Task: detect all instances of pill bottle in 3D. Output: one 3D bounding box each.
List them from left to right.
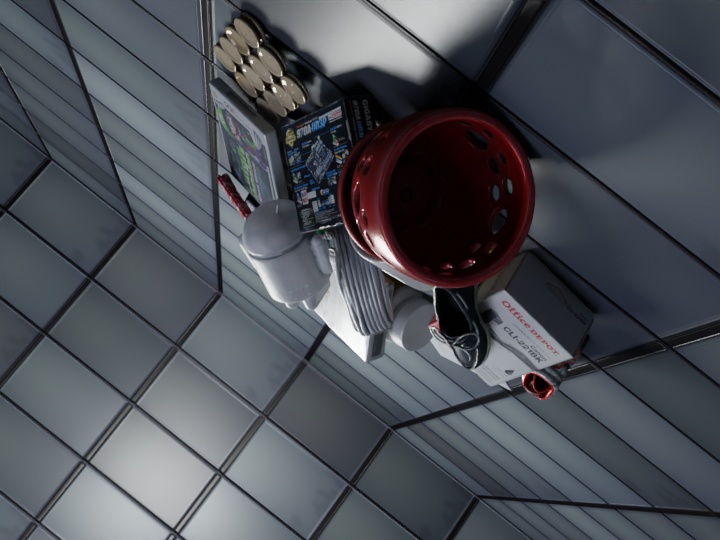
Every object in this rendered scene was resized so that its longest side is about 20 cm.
[{"bbox_3d":[0.047,0.062,1.772,0.199,0.114,0.114,33,166,41],"label":"pill bottle"}]

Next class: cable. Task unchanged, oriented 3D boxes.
[{"bbox_3d":[0.000,0.000,1.492,0.200,0.069,0.202,-99,-7,-68],"label":"cable"}]

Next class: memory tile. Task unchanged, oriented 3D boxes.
[{"bbox_3d":[-0.146,-0.291,1.386,0.154,0.017,0.200,49,165,-12],"label":"memory tile"}]

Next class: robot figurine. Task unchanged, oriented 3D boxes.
[{"bbox_3d":[-0.116,-0.029,1.510,0.168,0.113,0.201,-1,131,31],"label":"robot figurine"}]

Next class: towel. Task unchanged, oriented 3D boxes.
[{"bbox_3d":[-0.191,-0.086,1.712,0.201,0.022,0.145,55,174,-4],"label":"towel"}]

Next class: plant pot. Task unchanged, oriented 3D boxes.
[{"bbox_3d":[0.081,-0.091,1.133,0.200,0.201,0.182,43,173,-19],"label":"plant pot"}]

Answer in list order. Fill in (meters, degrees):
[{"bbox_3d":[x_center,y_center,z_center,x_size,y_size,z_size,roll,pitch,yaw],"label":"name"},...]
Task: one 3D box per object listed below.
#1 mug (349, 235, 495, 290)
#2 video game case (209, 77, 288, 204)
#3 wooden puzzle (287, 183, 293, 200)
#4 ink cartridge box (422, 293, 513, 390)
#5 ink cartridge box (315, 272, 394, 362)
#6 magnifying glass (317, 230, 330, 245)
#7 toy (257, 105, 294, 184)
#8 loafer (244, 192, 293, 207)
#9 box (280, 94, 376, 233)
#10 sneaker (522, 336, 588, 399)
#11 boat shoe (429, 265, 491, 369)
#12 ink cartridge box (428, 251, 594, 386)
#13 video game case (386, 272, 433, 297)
[{"bbox_3d":[0.092,-0.036,1.367,0.187,0.149,0.153,45,-178,40],"label":"mug"},{"bbox_3d":[-0.178,-0.190,1.559,0.182,0.023,0.201,45,156,38],"label":"video game case"},{"bbox_3d":[-0.100,-0.159,1.664,0.199,0.046,0.186,32,165,41],"label":"wooden puzzle"},{"bbox_3d":[0.194,0.129,1.821,0.199,0.043,0.197,23,157,44],"label":"ink cartridge box"},{"bbox_3d":[-0.020,0.045,1.728,0.200,0.050,0.164,44,138,43],"label":"ink cartridge box"},{"bbox_3d":[-0.045,-0.059,1.605,0.198,0.080,0.022,-14,138,15],"label":"magnifying glass"},{"bbox_3d":[-0.094,-0.190,1.502,0.199,0.047,0.116,28,133,49],"label":"toy"},{"bbox_3d":[-0.133,-0.088,1.714,0.200,0.071,0.073,42,172,25],"label":"loafer"},{"bbox_3d":[-0.038,-0.142,1.323,0.199,0.046,0.161,-9,92,60],"label":"box"},{"bbox_3d":[0.290,0.152,1.522,0.067,0.108,0.201,36,166,4],"label":"sneaker"},{"bbox_3d":[0.138,0.074,1.334,0.074,0.062,0.201,18,141,27],"label":"boat shoe"},{"bbox_3d":[0.217,0.075,1.395,0.144,0.084,0.200,43,146,-10],"label":"ink cartridge box"},{"bbox_3d":[0.051,-0.009,1.678,0.199,0.024,0.181,31,-177,29],"label":"video game case"}]
